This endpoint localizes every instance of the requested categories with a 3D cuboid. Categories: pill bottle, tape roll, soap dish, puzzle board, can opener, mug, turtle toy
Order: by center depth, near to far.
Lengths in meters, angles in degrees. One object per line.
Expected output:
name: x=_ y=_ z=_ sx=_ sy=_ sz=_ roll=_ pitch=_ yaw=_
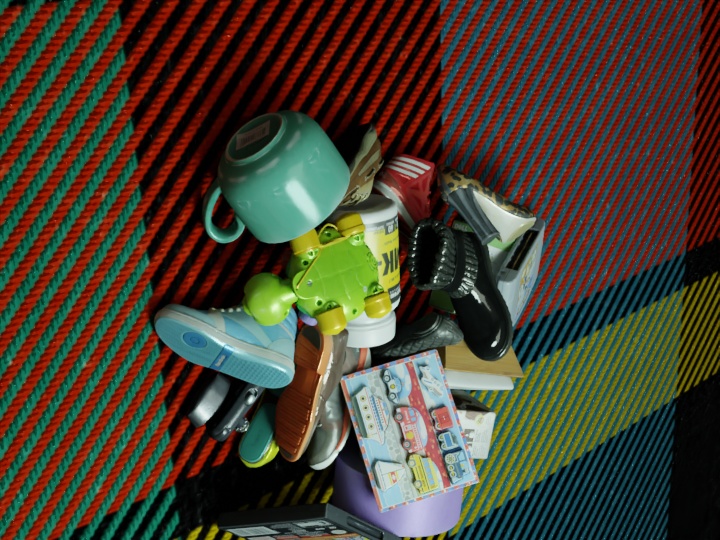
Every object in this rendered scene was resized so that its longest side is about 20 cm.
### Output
mug: x=-0.115 y=-0.117 z=1.280 sx=0.185 sy=0.152 sz=0.115 roll=-51 pitch=128 yaw=-20
turtle toy: x=-0.059 y=0.015 z=1.325 sx=0.199 sy=0.101 sz=0.147 roll=-18 pitch=89 yaw=-33
can opener: x=-0.150 y=0.148 z=1.389 sx=0.200 sy=0.063 sz=0.079 roll=-49 pitch=130 yaw=-21
pill bottle: x=0.000 y=0.000 z=1.453 sx=0.114 sy=0.114 sz=0.201 roll=-20 pitch=116 yaw=-38
puzzle board: x=0.070 y=0.228 z=1.454 sx=0.150 sy=0.017 sz=0.201 roll=-16 pitch=76 yaw=-8
tape roll: x=0.058 y=0.323 z=1.546 sx=0.199 sy=0.199 sz=0.086 roll=-6 pitch=106 yaw=-42
soap dish: x=0.139 y=0.146 z=1.610 sx=0.199 sy=0.157 sz=0.082 roll=11 pitch=78 yaw=-45

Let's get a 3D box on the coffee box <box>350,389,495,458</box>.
coffee box: x=0.092 y=0.233 z=1.568 sx=0.199 sy=0.113 sz=0.080 roll=6 pitch=99 yaw=-23

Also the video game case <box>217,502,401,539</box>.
video game case: x=-0.072 y=0.374 z=1.446 sx=0.181 sy=0.199 sz=0.026 roll=38 pitch=49 yaw=-43

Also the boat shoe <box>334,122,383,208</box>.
boat shoe: x=-0.013 y=-0.126 z=1.385 sx=0.074 sy=0.075 sz=0.200 roll=60 pitch=38 yaw=-25

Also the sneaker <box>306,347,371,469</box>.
sneaker: x=-0.054 y=0.191 z=1.502 sx=0.082 sy=0.077 sz=0.201 roll=23 pitch=79 yaw=-28

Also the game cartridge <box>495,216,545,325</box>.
game cartridge: x=0.263 y=0.015 z=1.702 sx=0.200 sy=0.041 sz=0.134 roll=-54 pitch=149 yaw=-46

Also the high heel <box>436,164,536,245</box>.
high heel: x=0.199 y=-0.113 z=1.581 sx=0.071 sy=0.143 sz=0.200 roll=-43 pitch=163 yaw=29

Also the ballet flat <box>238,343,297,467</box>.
ballet flat: x=-0.110 y=0.191 z=1.451 sx=0.201 sy=0.067 sz=0.067 roll=-61 pitch=155 yaw=-7

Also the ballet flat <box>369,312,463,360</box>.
ballet flat: x=0.072 y=0.108 z=1.500 sx=0.057 sy=0.200 sz=0.067 roll=40 pitch=59 yaw=-20

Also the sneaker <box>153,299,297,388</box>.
sneaker: x=-0.172 y=0.065 z=1.346 sx=0.199 sy=0.079 sz=0.131 roll=28 pitch=50 yaw=-22

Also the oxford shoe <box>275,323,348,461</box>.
oxford shoe: x=-0.061 y=0.169 z=1.390 sx=0.073 sy=0.071 sz=0.201 roll=3 pitch=110 yaw=-47

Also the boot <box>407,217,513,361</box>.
boot: x=0.143 y=0.031 z=1.480 sx=0.158 sy=0.079 sz=0.212 roll=8 pitch=62 yaw=-60

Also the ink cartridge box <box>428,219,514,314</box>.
ink cartridge box: x=0.192 y=-0.023 z=1.666 sx=0.104 sy=0.059 sz=0.201 roll=16 pitch=91 yaw=-45

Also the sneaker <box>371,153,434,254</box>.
sneaker: x=0.097 y=-0.097 z=1.542 sx=0.116 sy=0.078 sz=0.200 roll=-53 pitch=133 yaw=-16
